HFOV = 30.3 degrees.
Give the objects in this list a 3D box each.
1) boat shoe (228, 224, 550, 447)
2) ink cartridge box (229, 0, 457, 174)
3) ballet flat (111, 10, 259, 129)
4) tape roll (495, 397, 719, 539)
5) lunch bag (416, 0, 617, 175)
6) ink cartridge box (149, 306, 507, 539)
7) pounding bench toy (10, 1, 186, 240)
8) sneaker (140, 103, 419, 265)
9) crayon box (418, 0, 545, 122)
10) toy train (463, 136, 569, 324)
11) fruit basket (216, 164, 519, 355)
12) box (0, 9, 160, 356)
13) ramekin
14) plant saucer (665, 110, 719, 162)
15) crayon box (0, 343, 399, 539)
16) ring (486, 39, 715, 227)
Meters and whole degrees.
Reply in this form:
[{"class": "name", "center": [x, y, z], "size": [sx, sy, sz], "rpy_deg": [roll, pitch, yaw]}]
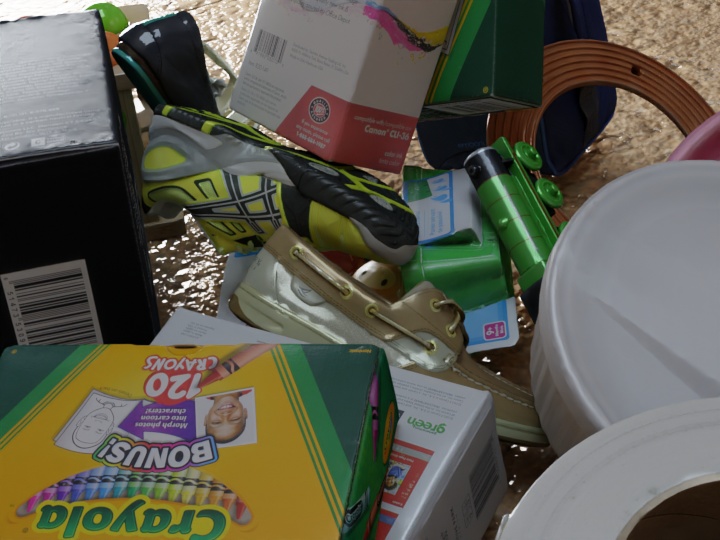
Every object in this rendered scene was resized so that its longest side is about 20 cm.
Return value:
[{"class": "boat shoe", "center": [0.025, 0.037, 0.751], "size": [0.199, 0.067, 0.074], "rpy_deg": [25, 1, 3]}, {"class": "ink cartridge box", "center": [0.000, -0.176, 0.843], "size": [0.067, 0.201, 0.116], "rpy_deg": [6, 19, -44]}, {"class": "ballet flat", "center": [-0.105, -0.101, 0.927], "size": [0.073, 0.200, 0.073], "rpy_deg": [-10, 49, 12]}, {"class": "tape roll", "center": [0.158, 0.169, 0.534], "size": [0.201, 0.140, 0.203], "rpy_deg": [-9, 38, 7]}, {"class": "lunch bag", "center": [0.115, -0.176, 0.994], "size": [0.132, 0.201, 0.136], "rpy_deg": [4, 37, 33]}, {"class": "ink cartridge box", "center": [-0.052, 0.126, 0.688], "size": [0.199, 0.084, 0.176], "rpy_deg": [14, 49, 27]}, {"class": "pounding bench toy", "center": [-0.174, -0.121, 1.009], "size": [0.199, 0.157, 0.124], "rpy_deg": [-10, 34, -5]}, {"class": "sneaker", "center": [-0.052, -0.040, 0.826], "size": [0.199, 0.077, 0.075], "rpy_deg": [25, 12, 28]}, {"class": "crayon box", "center": [0.032, -0.190, 0.902], "size": [0.199, 0.174, 0.058], "rpy_deg": [-1, -3, 44]}, {"class": "toy train", "center": [0.118, 0.004, 0.800], "size": [0.056, 0.042, 0.201], "rpy_deg": [-4, 60, -45]}, {"class": "fruit basket", "center": [0.000, 0.000, 0.864], "size": [0.199, 0.094, 0.186], "rpy_deg": [-5, 34, 7]}, {"class": "box", "center": [-0.201, -0.030, 0.843], "size": [0.123, 0.201, 0.197], "rpy_deg": [-11, 35, -9]}, {"class": "ramekin", "center": [0.181, 0.049, 0.705], "size": [0.201, 0.094, 0.203], "rpy_deg": [5, 59, -9]}, {"class": "plant saucer", "center": [0.277, -0.022, 0.827], "size": [0.199, 0.051, 0.202], "rpy_deg": [-14, 56, 22]}, {"class": "crayon box", "center": [-0.089, 0.097, 0.624], "size": [0.199, 0.058, 0.119], "rpy_deg": [-1, 45, 14]}, {"class": "ring", "center": [0.175, -0.068, 0.906], "size": [0.199, 0.019, 0.202], "rpy_deg": [8, 63, -16]}]
